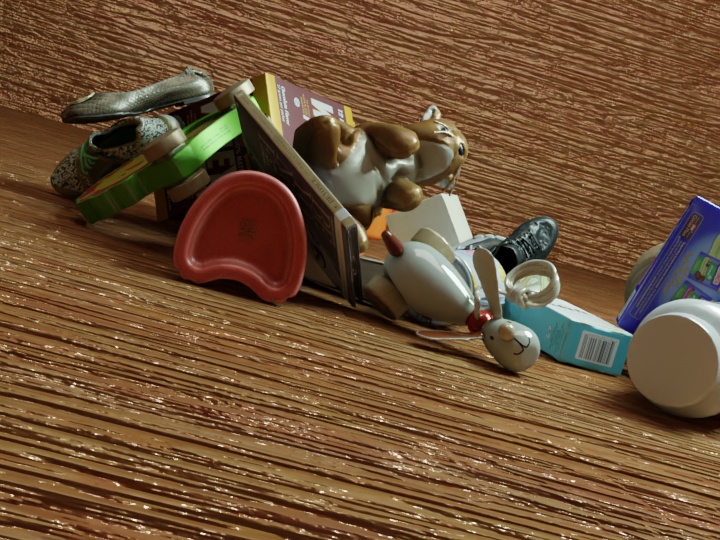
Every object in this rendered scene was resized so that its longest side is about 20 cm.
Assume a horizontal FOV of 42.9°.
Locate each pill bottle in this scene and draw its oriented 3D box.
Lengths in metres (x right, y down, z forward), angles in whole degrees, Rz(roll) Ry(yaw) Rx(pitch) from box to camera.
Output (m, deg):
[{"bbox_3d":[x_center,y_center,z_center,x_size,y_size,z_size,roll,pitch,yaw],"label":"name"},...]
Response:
[{"bbox_3d":[0.326,0.084,0.883,0.110,0.112,0.199,20,7,33],"label":"pill bottle"}]

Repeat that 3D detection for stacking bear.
[{"bbox_3d":[-0.117,-0.043,0.929,0.120,0.115,0.200,15,2,-9],"label":"stacking bear"}]

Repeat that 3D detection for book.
[{"bbox_3d":[0.000,0.000,1.101,0.132,0.049,0.200,17,5,18],"label":"book"}]

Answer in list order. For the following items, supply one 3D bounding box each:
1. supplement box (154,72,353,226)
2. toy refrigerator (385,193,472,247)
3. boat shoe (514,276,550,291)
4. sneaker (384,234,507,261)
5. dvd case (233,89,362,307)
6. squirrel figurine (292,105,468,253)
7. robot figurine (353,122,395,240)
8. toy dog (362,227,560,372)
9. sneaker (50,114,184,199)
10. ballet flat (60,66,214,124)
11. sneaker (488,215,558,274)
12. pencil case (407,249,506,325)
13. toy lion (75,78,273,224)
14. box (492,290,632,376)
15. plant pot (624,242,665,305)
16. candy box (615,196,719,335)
[{"bbox_3d":[-0.133,-0.139,1.188,0.198,0.135,0.197,-14,-11,30],"label":"supplement box"},{"bbox_3d":[0.090,-0.057,1.163,0.075,0.071,0.200,-21,0,12],"label":"toy refrigerator"},{"bbox_3d":[0.233,0.029,1.311,0.062,0.074,0.201,19,14,3],"label":"boat shoe"},{"bbox_3d":[0.126,-0.005,1.304,0.198,0.076,0.115,-2,8,21],"label":"sneaker"},{"bbox_3d":[-0.062,-0.070,0.931,0.200,0.016,0.149,50,-18,26],"label":"dvd case"},{"bbox_3d":[0.016,-0.115,1.003,0.185,0.143,0.199,-24,11,-25],"label":"squirrel figurine"},{"bbox_3d":[0.001,-0.123,1.433,0.143,0.202,0.116,20,8,39],"label":"robot figurine"},{"bbox_3d":[0.083,0.015,0.881,0.198,0.133,0.096,10,-27,33],"label":"toy dog"},{"bbox_3d":[-0.316,-0.150,1.127,0.198,0.078,0.088,-21,-18,21],"label":"sneaker"},{"bbox_3d":[-0.268,-0.213,1.111,0.198,0.047,0.067,-19,13,-31],"label":"ballet flat"},{"bbox_3d":[0.201,-0.013,1.231,0.060,0.199,0.104,55,-11,1],"label":"sneaker"},{"bbox_3d":[0.113,0.017,1.053,0.090,0.084,0.200,17,6,17],"label":"pencil case"},{"bbox_3d":[-0.218,-0.123,1.025,0.190,0.069,0.200,-13,25,42],"label":"toy lion"},{"bbox_3d":[0.230,0.065,1.077,0.081,0.050,0.200,15,7,-15],"label":"box"},{"bbox_3d":[0.412,0.068,1.126,0.199,0.093,0.202,25,-35,19],"label":"plant pot"},{"bbox_3d":[0.413,0.041,1.014,0.199,0.170,0.077,33,12,13],"label":"candy box"}]
